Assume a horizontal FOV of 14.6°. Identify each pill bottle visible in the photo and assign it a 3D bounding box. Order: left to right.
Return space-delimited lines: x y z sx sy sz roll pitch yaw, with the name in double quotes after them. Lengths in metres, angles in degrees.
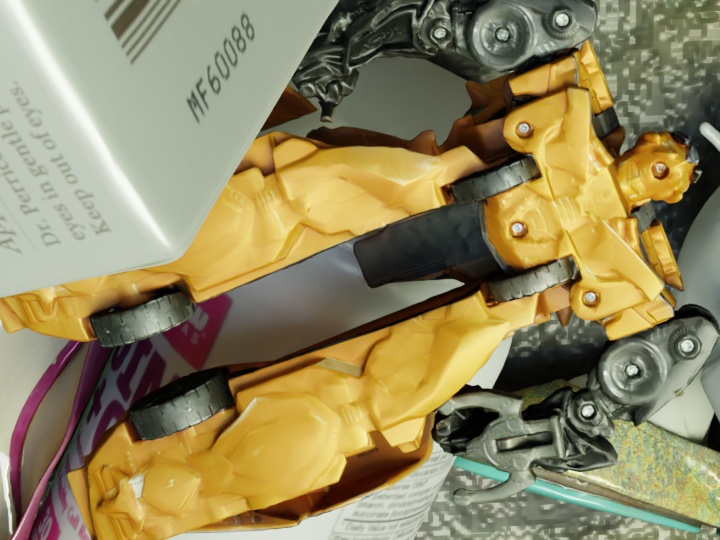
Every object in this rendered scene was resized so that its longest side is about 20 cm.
-0.021 0.035 0.887 0.113 0.114 0.201 20 113 -14 "pill bottle"

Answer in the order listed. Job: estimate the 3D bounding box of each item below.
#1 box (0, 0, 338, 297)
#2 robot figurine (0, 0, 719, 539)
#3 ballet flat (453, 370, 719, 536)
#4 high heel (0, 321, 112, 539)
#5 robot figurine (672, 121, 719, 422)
-0.120 -0.120 0.727 0.170 0.200 0.200 -12 121 31 "box"
0.000 0.000 0.783 0.199 0.058 0.146 -20 98 11 "robot figurine"
0.123 0.063 0.946 0.199 0.071 0.071 20 113 -13 "ballet flat"
-0.116 0.051 0.856 0.067 0.096 0.201 33 85 -2 "high heel"
0.169 0.038 0.876 0.113 0.169 0.201 -30 79 30 "robot figurine"
